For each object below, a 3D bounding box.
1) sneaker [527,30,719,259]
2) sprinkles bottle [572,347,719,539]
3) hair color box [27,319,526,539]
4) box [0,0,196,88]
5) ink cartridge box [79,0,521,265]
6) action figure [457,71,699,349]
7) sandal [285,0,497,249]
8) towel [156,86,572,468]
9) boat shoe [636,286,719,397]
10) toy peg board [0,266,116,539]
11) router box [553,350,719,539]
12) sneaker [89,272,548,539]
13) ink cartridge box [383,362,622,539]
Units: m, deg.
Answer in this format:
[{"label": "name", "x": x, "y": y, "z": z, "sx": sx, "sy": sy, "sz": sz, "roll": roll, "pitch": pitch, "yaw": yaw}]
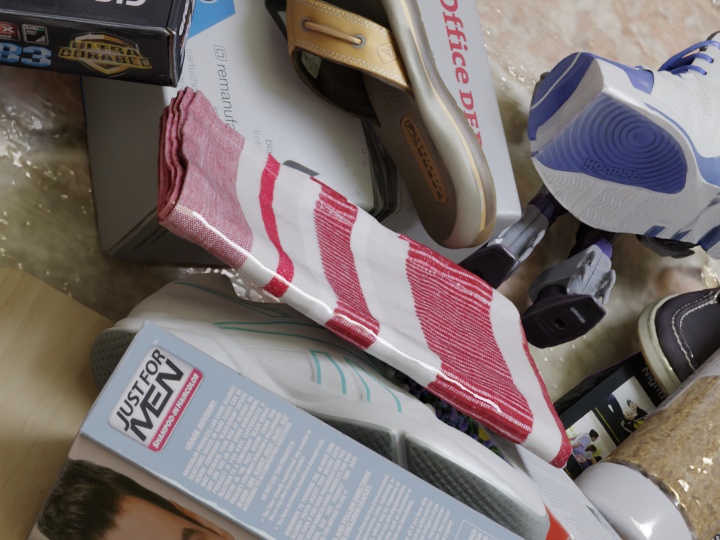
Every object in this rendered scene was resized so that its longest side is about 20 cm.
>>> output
[{"label": "sneaker", "x": 0.165, "y": -0.077, "z": 1.068, "sx": 0.199, "sy": 0.080, "sz": 0.116, "roll": 22, "pitch": 44, "yaw": -34}, {"label": "sprinkles bottle", "x": 0.179, "y": 0.081, "z": 0.989, "sx": 0.200, "sy": 0.068, "sz": 0.068, "roll": -38, "pitch": 93, "yaw": -32}, {"label": "hair color box", "x": -0.021, "y": 0.112, "z": 0.773, "sx": 0.199, "sy": 0.099, "sz": 0.061, "roll": 31, "pitch": 52, "yaw": -1}, {"label": "box", "x": -0.164, "y": -0.187, "z": 0.918, "sx": 0.198, "sy": 0.050, "sz": 0.200, "roll": 7, "pitch": 59, "yaw": 2}, {"label": "ink cartridge box", "x": -0.031, "y": -0.082, "z": 0.996, "sx": 0.199, "sy": 0.084, "sz": 0.146, "roll": 3, "pitch": 66, "yaw": -34}, {"label": "action figure", "x": 0.128, "y": -0.040, "z": 1.105, "sx": 0.130, "sy": 0.069, "sz": 0.200, "roll": 40, "pitch": 47, "yaw": -3}, {"label": "sandal", "x": -0.001, "y": -0.096, "z": 0.930, "sx": 0.054, "sy": 0.080, "sz": 0.201, "roll": -25, "pitch": 88, "yaw": -18}, {"label": "towel", "x": 0.000, "y": 0.000, "z": 0.856, "sx": 0.199, "sy": 0.023, "sz": 0.144, "roll": 32, "pitch": 16, "yaw": -17}, {"label": "boat shoe", "x": 0.219, "y": 0.034, "z": 1.106, "sx": 0.199, "sy": 0.065, "sz": 0.072, "roll": 0, "pitch": 63, "yaw": -54}, {"label": "toy peg board", "x": -0.118, "y": 0.139, "z": 0.839, "sx": 0.198, "sy": 0.098, "sz": 0.201, "roll": 29, "pitch": 51, "yaw": -2}, {"label": "router box", "x": 0.147, "y": 0.160, "z": 1.030, "sx": 0.149, "sy": 0.051, "sz": 0.201, "roll": -31, "pitch": 88, "yaw": -43}, {"label": "sneaker", "x": -0.008, "y": 0.054, "z": 0.824, "sx": 0.199, "sy": 0.071, "sz": 0.080, "roll": 27, "pitch": 40, "yaw": 11}, {"label": "ink cartridge box", "x": 0.072, "y": 0.115, "z": 0.874, "sx": 0.200, "sy": 0.050, "sz": 0.109, "roll": 51, "pitch": 9, "yaw": 28}]
